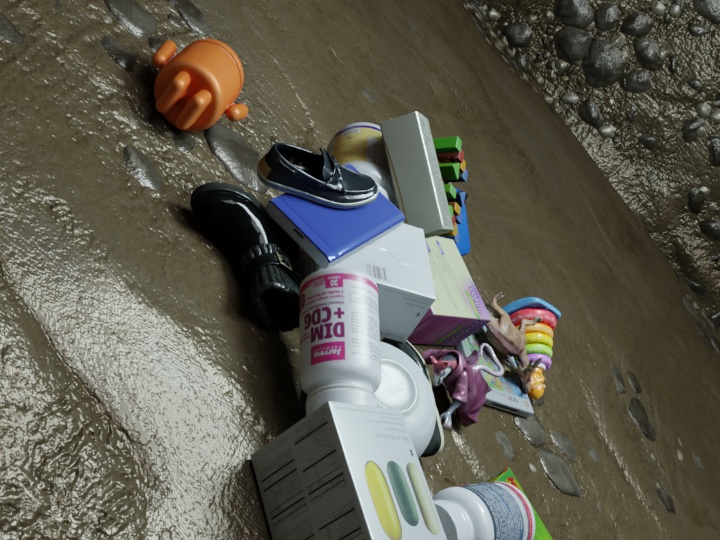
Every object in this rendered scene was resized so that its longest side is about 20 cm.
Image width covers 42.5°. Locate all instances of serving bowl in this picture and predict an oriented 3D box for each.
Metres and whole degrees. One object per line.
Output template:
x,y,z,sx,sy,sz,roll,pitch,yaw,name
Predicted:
0.030,0.181,1.337,0.197,0.066,0.203,17,48,-20,serving bowl

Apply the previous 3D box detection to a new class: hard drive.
-0.034,-0.087,1.406,0.132,0.026,0.199,44,41,13,hard drive

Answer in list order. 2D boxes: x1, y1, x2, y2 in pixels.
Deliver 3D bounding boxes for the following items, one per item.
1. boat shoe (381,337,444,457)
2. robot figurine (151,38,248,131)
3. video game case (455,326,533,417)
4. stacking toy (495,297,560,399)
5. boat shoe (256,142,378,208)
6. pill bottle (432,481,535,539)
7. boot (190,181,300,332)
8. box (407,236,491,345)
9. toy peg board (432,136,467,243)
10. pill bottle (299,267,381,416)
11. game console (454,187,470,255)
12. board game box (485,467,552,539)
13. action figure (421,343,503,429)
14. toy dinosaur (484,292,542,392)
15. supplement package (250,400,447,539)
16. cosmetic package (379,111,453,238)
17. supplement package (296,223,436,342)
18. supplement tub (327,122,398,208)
0.072,0.191,1.443,0.063,0.073,0.205,20,47,-56,boat shoe
-0.250,-0.291,1.451,0.141,0.119,0.201,7,32,9,robot figurine
0.247,0.174,1.778,0.180,0.022,0.203,23,41,-44,video game case
0.350,0.168,1.877,0.109,0.115,0.203,29,48,-39,stacking toy
-0.056,-0.144,1.382,0.196,0.063,0.075,12,41,-25,boat shoe
0.156,0.369,1.326,0.198,0.119,0.121,11,49,-52,pill bottle
-0.158,-0.020,1.326,0.210,0.079,0.160,34,34,-32,boot
0.117,0.033,1.662,0.198,0.096,0.178,7,52,-52,box
0.158,-0.145,1.758,0.199,0.096,0.204,36,59,-57,toy peg board
-0.028,0.109,1.252,0.112,0.112,0.204,25,51,-40,pill bottle
0.144,-0.114,1.945,0.169,0.120,0.199,29,20,23,game console
0.258,0.431,1.487,0.202,0.047,0.101,59,28,9,board game box
0.167,0.178,1.519,0.135,0.148,0.200,55,1,31,action figure
0.281,0.134,1.770,0.198,0.086,0.137,33,41,-23,toy dinosaur
-0.012,0.289,1.129,0.150,0.150,0.203,16,45,-48,supplement package
0.097,-0.159,1.582,0.103,0.072,0.204,0,76,-75,cosmetic package
0.000,0.000,1.451,0.197,0.112,0.158,15,43,-21,supplement package
0.002,-0.154,1.643,0.145,0.145,0.202,38,32,-24,supplement tub
